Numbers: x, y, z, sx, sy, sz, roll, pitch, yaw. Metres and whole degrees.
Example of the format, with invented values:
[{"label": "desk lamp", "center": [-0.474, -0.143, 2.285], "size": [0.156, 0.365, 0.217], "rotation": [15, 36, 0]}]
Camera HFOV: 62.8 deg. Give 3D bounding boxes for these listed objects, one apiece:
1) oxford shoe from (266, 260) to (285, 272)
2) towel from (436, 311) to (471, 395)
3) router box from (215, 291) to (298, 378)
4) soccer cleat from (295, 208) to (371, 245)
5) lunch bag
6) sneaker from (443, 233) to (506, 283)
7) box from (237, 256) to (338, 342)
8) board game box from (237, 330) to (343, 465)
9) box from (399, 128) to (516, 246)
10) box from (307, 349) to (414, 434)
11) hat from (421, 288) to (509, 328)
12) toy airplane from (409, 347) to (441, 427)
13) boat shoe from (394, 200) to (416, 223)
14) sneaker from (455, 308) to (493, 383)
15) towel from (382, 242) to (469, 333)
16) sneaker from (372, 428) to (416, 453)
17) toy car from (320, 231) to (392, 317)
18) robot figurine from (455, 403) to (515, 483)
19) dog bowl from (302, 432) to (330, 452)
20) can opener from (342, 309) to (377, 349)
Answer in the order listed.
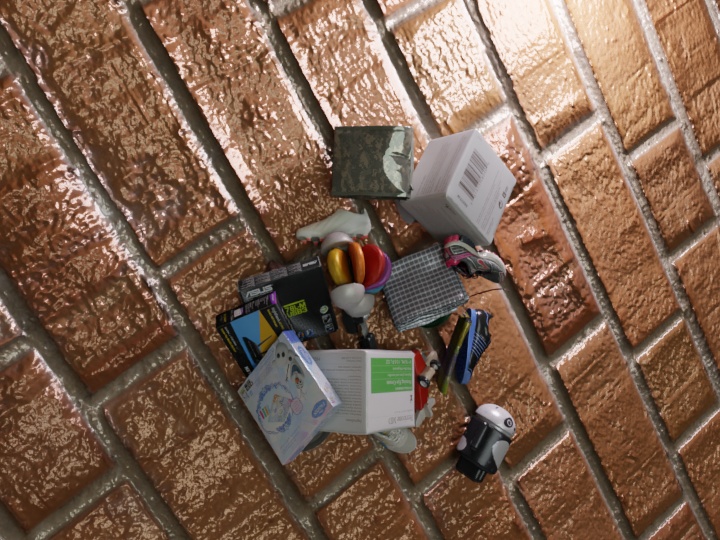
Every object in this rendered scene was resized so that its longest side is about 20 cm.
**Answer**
[{"label": "oxford shoe", "center": [-0.147, 0.043, 1.415], "size": [0.071, 0.073, 0.200], "rotation": [-36, 127, 15]}, {"label": "towel", "center": [0.240, 0.207, 1.513], "size": [0.022, 0.144, 0.205], "rotation": [19, 94, 2]}, {"label": "router box", "center": [-0.219, 0.159, 1.336], "size": [0.146, 0.052, 0.203], "rotation": [-22, 126, 1]}, {"label": "soccer cleat", "center": [-0.068, -0.109, 1.440], "size": [0.194, 0.069, 0.080], "rotation": [-7, 85, -23]}, {"label": "lunch bag", "center": [0.036, -0.254, 1.402], "size": [0.194, 0.117, 0.170], "rotation": [4, 92, 17]}, {"label": "sneaker", "center": [0.273, -0.011, 1.431], "size": [0.196, 0.080, 0.077], "rotation": [25, 58, -27]}, {"label": "box", "center": [-0.163, 0.083, 1.361], "size": [0.194, 0.048, 0.197], "rotation": [-16, 127, -5]}, {"label": "board game box", "center": [-0.158, 0.275, 1.283], "size": [0.201, 0.200, 0.043], "rotation": [-50, 154, 23]}, {"label": "box", "center": [0.240, -0.193, 1.446], "size": [0.199, 0.169, 0.203], "rotation": [40, 66, -31]}, {"label": "box", "center": [-0.006, 0.269, 1.337], "size": [0.197, 0.196, 0.177], "rotation": [11, 77, -52]}, {"label": "hat", "center": [0.222, 0.061, 1.486], "size": [0.201, 0.175, 0.166], "rotation": [-47, 107, -11]}, {"label": "toy airplane", "center": [0.126, 0.292, 1.495], "size": [0.138, 0.199, 0.204], "rotation": [21, 91, 26]}, {"label": "boat shoe", "center": [0.112, -0.225, 1.493], "size": [0.065, 0.071, 0.205], "rotation": [-27, 95, -35]}, {"label": "sneaker", "center": [0.309, 0.206, 1.583], "size": [0.076, 0.070, 0.207], "rotation": [10, 89, -14]}, {"label": "towel", "center": [0.152, 0.039, 1.449], "size": [0.195, 0.086, 0.169], "rotation": [-22, 61, 4]}, {"label": "sneaker", "center": [0.069, 0.410, 1.503], "size": [0.198, 0.080, 0.078], "rotation": [37, 80, -18]}, {"label": "toy car", "center": [0.000, 0.000, 1.382], "size": [0.146, 0.200, 0.180], "rotation": [-18, 69, 11]}, {"label": "robot figurine", "center": [0.334, 0.460, 1.574], "size": [0.123, 0.150, 0.203], "rotation": [31, 83, -5]}, {"label": "dog bowl", "center": [-0.152, 0.332, 1.433], "size": [0.194, 0.058, 0.207], "rotation": [-1, 93, -19]}, {"label": "can opener", "center": [0.009, 0.181, 1.494], "size": [0.065, 0.053, 0.206], "rotation": [-15, 97, 17]}]
